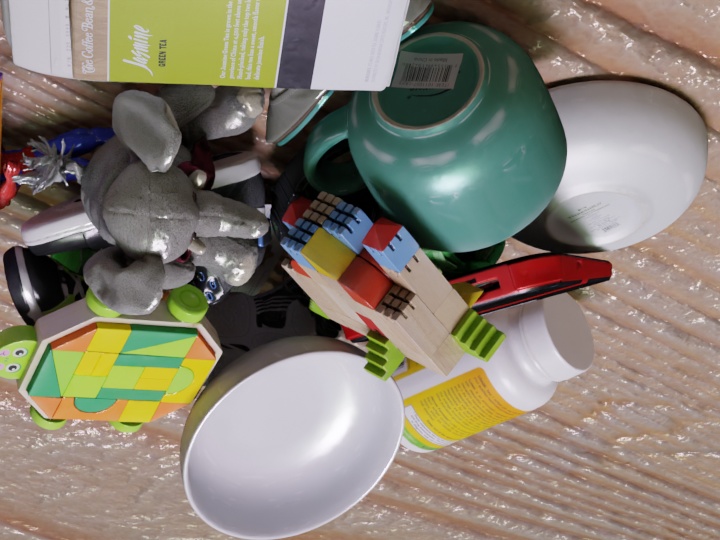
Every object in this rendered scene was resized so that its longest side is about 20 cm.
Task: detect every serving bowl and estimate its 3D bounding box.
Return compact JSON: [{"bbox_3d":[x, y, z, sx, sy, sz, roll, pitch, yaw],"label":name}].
[{"bbox_3d":[-0.064,0.131,1.571,0.199,0.066,0.201,-14,129,-17],"label":"serving bowl"},{"bbox_3d":[0.189,-0.070,1.522,0.198,0.066,0.201,-3,150,-2],"label":"serving bowl"}]

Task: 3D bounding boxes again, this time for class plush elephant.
[{"bbox_3d":[-0.137,-0.051,1.340,0.199,0.155,0.166,2,108,-26],"label":"plush elephant"}]

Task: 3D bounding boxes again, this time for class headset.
[{"bbox_3d":[-0.014,-0.036,1.519,0.123,0.094,0.201,-7,142,-30],"label":"headset"}]

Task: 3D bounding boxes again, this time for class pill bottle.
[{"bbox_3d":[-0.072,0.137,1.729,0.113,0.115,0.200,9,-172,-20],"label":"pill bottle"},{"bbox_3d":[0.117,0.090,1.750,0.199,0.112,0.111,-26,143,34],"label":"pill bottle"}]

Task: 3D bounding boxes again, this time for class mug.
[{"bbox_3d":[0.053,-0.098,1.368,0.184,0.152,0.115,-36,143,-2],"label":"mug"}]

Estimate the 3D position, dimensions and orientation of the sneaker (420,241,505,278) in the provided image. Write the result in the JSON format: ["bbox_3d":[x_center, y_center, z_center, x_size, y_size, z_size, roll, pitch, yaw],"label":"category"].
[{"bbox_3d":[0.075,-0.018,1.518,0.083,0.074,0.200,32,167,16],"label":"sneaker"}]

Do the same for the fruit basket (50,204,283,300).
[{"bbox_3d":[-0.163,-0.015,1.593,0.199,0.094,0.185,-8,154,-25],"label":"fruit basket"}]

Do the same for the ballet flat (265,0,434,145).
[{"bbox_3d":[-0.024,-0.166,1.365,0.064,0.068,0.200,41,134,-14],"label":"ballet flat"}]

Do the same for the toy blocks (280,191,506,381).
[{"bbox_3d":[0.000,0.000,1.400,0.199,0.100,0.137,24,161,49],"label":"toy blocks"}]

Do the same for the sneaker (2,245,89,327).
[{"bbox_3d":[-0.210,0.026,1.503,0.082,0.072,0.200,-30,142,12],"label":"sneaker"}]

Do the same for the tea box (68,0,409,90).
[{"bbox_3d":[-0.074,-0.227,1.102,0.195,0.201,0.134,3,150,-8],"label":"tea box"}]

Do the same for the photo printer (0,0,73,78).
[{"bbox_3d":[-0.164,-0.198,1.265,0.165,0.070,0.200,0,153,-7],"label":"photo printer"}]

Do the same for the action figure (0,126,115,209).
[{"bbox_3d":[-0.246,-0.097,1.443,0.198,0.066,0.099,-12,155,12],"label":"action figure"}]

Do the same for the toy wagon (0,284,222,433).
[{"bbox_3d":[-0.213,0.071,1.464,0.199,0.040,0.156,4,136,-30],"label":"toy wagon"}]

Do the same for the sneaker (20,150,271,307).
[{"bbox_3d":[-0.160,-0.015,1.467,0.199,0.113,0.073,-18,-165,-17],"label":"sneaker"}]

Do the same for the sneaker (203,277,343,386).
[{"bbox_3d":[-0.079,0.055,1.649,0.199,0.075,0.115,-29,166,-17],"label":"sneaker"}]

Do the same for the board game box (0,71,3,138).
[{"bbox_3d":[-0.387,-0.043,1.334,0.198,0.201,0.200,19,148,0],"label":"board game box"}]

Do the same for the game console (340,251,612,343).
[{"bbox_3d":[0.095,0.021,1.542,0.199,0.031,0.177,-16,175,24],"label":"game console"}]
